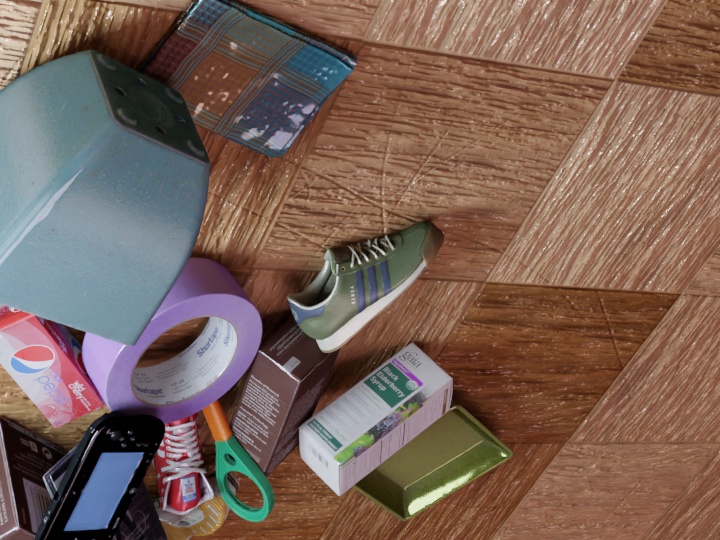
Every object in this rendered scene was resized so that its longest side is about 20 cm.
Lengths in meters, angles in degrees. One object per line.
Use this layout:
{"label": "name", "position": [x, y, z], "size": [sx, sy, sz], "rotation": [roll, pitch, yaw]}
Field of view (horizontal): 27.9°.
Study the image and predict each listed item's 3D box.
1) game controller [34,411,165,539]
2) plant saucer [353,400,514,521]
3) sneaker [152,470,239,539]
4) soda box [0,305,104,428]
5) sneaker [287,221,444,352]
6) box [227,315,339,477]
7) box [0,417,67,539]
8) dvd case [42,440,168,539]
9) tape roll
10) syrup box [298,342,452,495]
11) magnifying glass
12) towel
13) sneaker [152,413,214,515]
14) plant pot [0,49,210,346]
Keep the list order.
{"label": "game controller", "position": [-0.295, 0.245, 1.640], "size": [0.104, 0.042, 0.201], "rotation": [13, 114, -41]}
{"label": "plant saucer", "position": [0.091, 0.259, 2.053], "size": [0.199, 0.048, 0.200], "rotation": [-33, 141, 12]}
{"label": "sneaker", "position": [-0.237, 0.322, 1.942], "size": [0.199, 0.088, 0.076], "rotation": [-22, 112, 34]}
{"label": "soda box", "position": [-0.358, 0.093, 1.621], "size": [0.070, 0.064, 0.201], "rotation": [-23, 141, 1]}
{"label": "sneaker", "position": [0.000, 0.000, 1.686], "size": [0.200, 0.067, 0.090], "rotation": [-44, 115, 5]}
{"label": "box", "position": [-0.099, 0.156, 1.784], "size": [0.100, 0.075, 0.201], "rotation": [-42, 162, -46]}
{"label": "box", "position": [-0.449, 0.316, 1.754], "size": [0.199, 0.165, 0.166], "rotation": [-32, 142, 12]}
{"label": "dvd case", "position": [-0.304, 0.298, 1.760], "size": [0.016, 0.149, 0.202], "rotation": [-10, 109, 28]}
{"label": "tape roll", "position": [-0.212, 0.083, 1.644], "size": [0.199, 0.066, 0.201], "rotation": [-24, 142, -20]}
{"label": "syrup box", "position": [0.021, 0.188, 1.852], "size": [0.199, 0.079, 0.082], "rotation": [-35, 149, -25]}
{"label": "magnifying glass", "position": [-0.162, 0.225, 1.795], "size": [0.079, 0.022, 0.201], "rotation": [-3, 118, 38]}
{"label": "towel", "position": [-0.116, -0.192, 1.442], "size": [0.199, 0.022, 0.147], "rotation": [19, 125, -40]}
{"label": "sneaker", "position": [-0.224, 0.223, 1.799], "size": [0.071, 0.113, 0.201], "rotation": [-10, 140, -14]}
{"label": "plant pot", "position": [-0.252, -0.085, 1.365], "size": [0.195, 0.197, 0.200], "rotation": [24, 119, -42]}
